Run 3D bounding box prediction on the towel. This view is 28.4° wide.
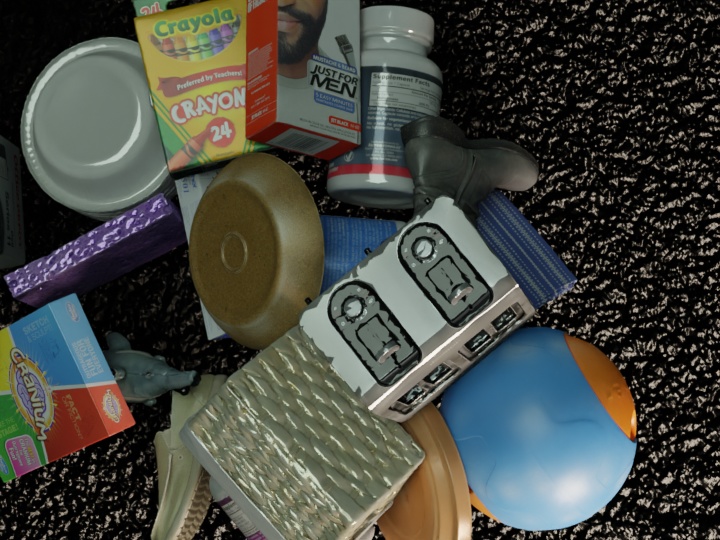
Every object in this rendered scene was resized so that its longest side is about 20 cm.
[{"bbox_3d":[0.124,-0.004,1.482,0.145,0.199,0.024,51,136,14],"label":"towel"}]

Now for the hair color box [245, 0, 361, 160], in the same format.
[{"bbox_3d":[-0.059,-0.227,1.476,0.064,0.110,0.202,-21,65,49],"label":"hair color box"}]

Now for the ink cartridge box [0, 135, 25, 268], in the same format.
[{"bbox_3d":[-0.442,-0.086,1.563,0.082,0.200,0.148,-6,81,5],"label":"ink cartridge box"}]

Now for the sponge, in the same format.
[{"bbox_3d":[-0.283,-0.017,1.570,0.199,0.112,0.030,-28,76,4],"label":"sponge"}]

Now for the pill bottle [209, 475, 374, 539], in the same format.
[{"bbox_3d":[-0.087,0.230,1.481,0.112,0.112,0.200,-39,91,2],"label":"pill bottle"}]

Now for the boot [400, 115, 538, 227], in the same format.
[{"bbox_3d":[0.114,-0.072,1.477,0.070,0.199,0.133,-24,64,44],"label":"boot"}]

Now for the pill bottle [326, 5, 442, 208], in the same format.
[{"bbox_3d":[0.029,-0.175,1.538,0.119,0.120,0.202,3,81,10],"label":"pill bottle"}]

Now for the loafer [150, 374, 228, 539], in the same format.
[{"bbox_3d":[-0.193,0.207,1.546,0.068,0.076,0.202,12,75,12],"label":"loafer"}]

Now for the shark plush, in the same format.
[{"bbox_3d":[-0.252,0.123,1.530,0.199,0.083,0.092,16,89,38],"label":"shark plush"}]

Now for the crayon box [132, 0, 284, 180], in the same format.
[{"bbox_3d":[-0.163,-0.209,1.499,0.126,0.051,0.202,-14,85,-4],"label":"crayon box"}]

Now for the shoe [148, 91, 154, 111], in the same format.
[{"bbox_3d":[-0.135,-0.209,1.572,0.199,0.091,0.072,-22,86,-5],"label":"shoe"}]

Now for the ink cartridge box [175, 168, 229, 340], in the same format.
[{"bbox_3d":[-0.139,-0.029,1.554,0.044,0.094,0.202,-22,77,44],"label":"ink cartridge box"}]

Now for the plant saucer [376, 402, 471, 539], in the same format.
[{"bbox_3d":[0.048,0.214,1.444,0.032,0.200,0.202,-12,78,-25],"label":"plant saucer"}]

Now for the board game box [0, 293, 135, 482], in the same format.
[{"bbox_3d":[-0.346,0.129,1.530,0.199,0.040,0.154,-26,89,38],"label":"board game box"}]

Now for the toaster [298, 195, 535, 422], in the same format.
[{"bbox_3d":[0.055,0.041,1.320,0.180,0.200,0.119,-39,75,3],"label":"toaster"}]

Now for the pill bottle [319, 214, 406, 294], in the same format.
[{"bbox_3d":[0.000,0.000,1.506,0.198,0.112,0.113,4,82,-7],"label":"pill bottle"}]

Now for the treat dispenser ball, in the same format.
[{"bbox_3d":[0.176,0.158,1.423,0.199,0.201,0.203,-1,81,9],"label":"treat dispenser ball"}]

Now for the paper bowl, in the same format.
[{"bbox_3d":[-0.286,-0.162,1.597,0.199,0.104,0.203,-2,82,10],"label":"paper bowl"}]

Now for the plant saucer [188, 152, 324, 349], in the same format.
[{"bbox_3d":[-0.117,-0.019,1.442,0.199,0.035,0.202,3,94,45],"label":"plant saucer"}]

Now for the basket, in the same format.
[{"bbox_3d":[-0.055,0.170,1.377,0.200,0.124,0.135,46,51,9],"label":"basket"}]
